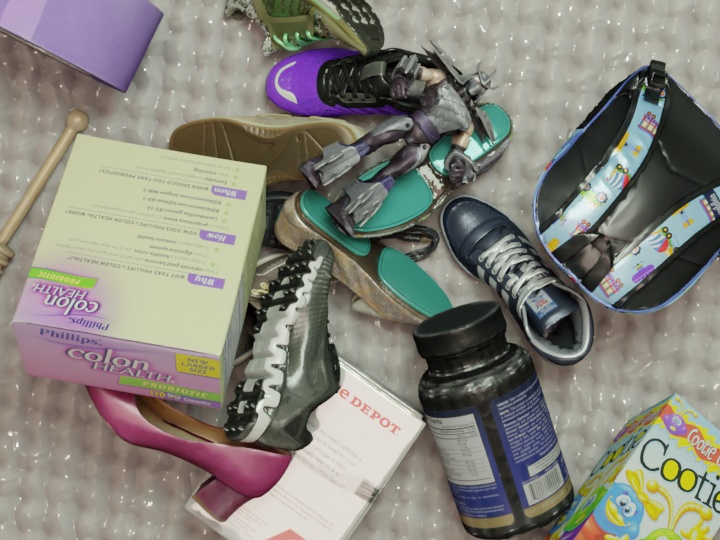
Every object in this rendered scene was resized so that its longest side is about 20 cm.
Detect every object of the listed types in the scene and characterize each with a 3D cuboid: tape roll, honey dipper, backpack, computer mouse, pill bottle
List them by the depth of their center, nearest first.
[{"bbox_3d":[0.248,-0.057,1.208,0.183,0.135,0.200,44,79,1],"label":"backpack"},{"bbox_3d":[-0.289,-0.246,1.223,0.199,0.200,0.085,26,90,3],"label":"tape roll"},{"bbox_3d":[0.118,0.136,1.224,0.111,0.112,0.201,-18,100,3],"label":"pill bottle"},{"bbox_3d":[-0.022,-0.042,1.293,0.199,0.034,0.059,10,113,-4],"label":"computer mouse"},{"bbox_3d":[-0.325,-0.071,1.306,0.038,0.038,0.201,33,89,3],"label":"honey dipper"}]

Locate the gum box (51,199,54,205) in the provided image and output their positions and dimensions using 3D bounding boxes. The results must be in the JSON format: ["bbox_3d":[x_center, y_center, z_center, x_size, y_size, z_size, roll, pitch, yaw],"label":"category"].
[{"bbox_3d":[-0.215,0.005,1.282,0.113,0.066,0.201,-16,89,2],"label":"gum box"}]

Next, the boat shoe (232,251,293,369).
[{"bbox_3d":[-0.107,0.046,1.237,0.200,0.059,0.072,-38,101,-32],"label":"boat shoe"}]

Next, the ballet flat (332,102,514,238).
[{"bbox_3d":[0.059,-0.087,1.263,0.200,0.072,0.072,-33,88,-11],"label":"ballet flat"}]

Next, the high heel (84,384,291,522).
[{"bbox_3d":[-0.156,0.130,1.190,0.200,0.067,0.096,44,109,-12],"label":"high heel"}]

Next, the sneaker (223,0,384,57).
[{"bbox_3d":[-0.058,-0.238,1.264,0.200,0.077,0.089,37,114,31],"label":"sneaker"}]

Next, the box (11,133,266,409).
[{"bbox_3d":[-0.185,-0.001,1.157,0.175,0.097,0.201,9,56,1],"label":"box"}]

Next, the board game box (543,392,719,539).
[{"bbox_3d":[0.252,0.227,1.200,0.105,0.103,0.200,40,65,2],"label":"board game box"}]

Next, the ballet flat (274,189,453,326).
[{"bbox_3d":[0.000,0.000,1.268,0.200,0.068,0.067,40,128,-11],"label":"ballet flat"}]

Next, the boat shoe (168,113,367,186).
[{"bbox_3d":[-0.088,-0.118,1.281,0.199,0.065,0.073,-1,103,20],"label":"boat shoe"}]

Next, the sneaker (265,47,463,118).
[{"bbox_3d":[0.006,-0.183,1.256,0.199,0.100,0.070,2,87,2],"label":"sneaker"}]

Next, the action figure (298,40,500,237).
[{"bbox_3d":[0.046,-0.119,1.193,0.200,0.069,0.130,-37,103,-3],"label":"action figure"}]

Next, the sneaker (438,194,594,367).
[{"bbox_3d":[0.149,0.007,1.243,0.070,0.108,0.200,-39,88,2],"label":"sneaker"}]

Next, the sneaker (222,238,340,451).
[{"bbox_3d":[-0.053,0.072,1.195,0.090,0.066,0.201,28,69,-29],"label":"sneaker"}]

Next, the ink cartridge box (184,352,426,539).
[{"bbox_3d":[-0.049,0.180,1.264,0.146,0.083,0.200,35,91,3],"label":"ink cartridge box"}]
